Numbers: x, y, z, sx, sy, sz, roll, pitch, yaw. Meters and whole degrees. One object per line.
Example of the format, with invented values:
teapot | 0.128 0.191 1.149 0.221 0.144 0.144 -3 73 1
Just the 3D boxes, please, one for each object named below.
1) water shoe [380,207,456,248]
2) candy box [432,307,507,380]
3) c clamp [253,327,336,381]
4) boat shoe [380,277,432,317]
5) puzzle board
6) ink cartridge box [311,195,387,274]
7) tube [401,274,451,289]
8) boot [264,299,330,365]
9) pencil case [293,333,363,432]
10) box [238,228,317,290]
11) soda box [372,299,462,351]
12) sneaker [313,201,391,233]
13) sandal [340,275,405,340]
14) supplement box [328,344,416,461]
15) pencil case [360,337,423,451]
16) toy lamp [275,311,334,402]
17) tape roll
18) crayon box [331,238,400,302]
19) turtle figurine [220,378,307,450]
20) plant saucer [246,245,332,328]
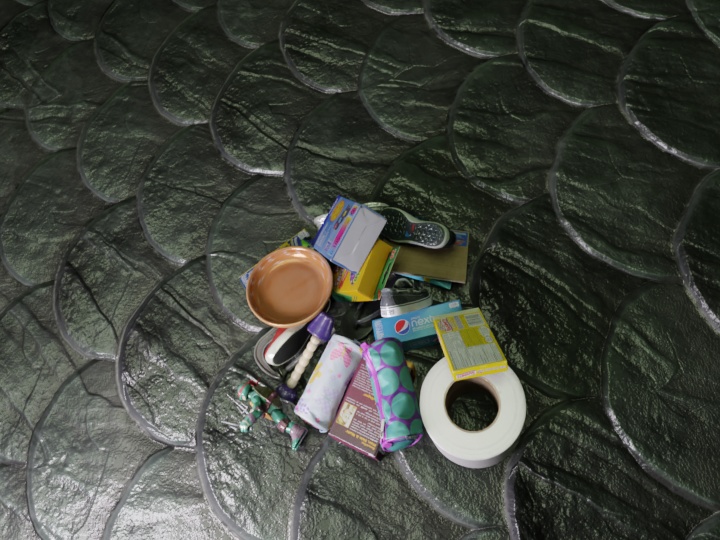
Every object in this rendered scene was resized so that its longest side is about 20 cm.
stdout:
water shoe | 0.124 -0.087 1.315 0.198 0.078 0.073 25 98 39
candy box | 0.205 0.136 1.116 0.100 0.027 0.201 -13 25 2
c clamp | -0.143 0.176 1.324 0.198 0.027 0.172 -34 64 -3
boat shoe | 0.097 0.050 1.228 0.070 0.199 0.070 -6 92 32
puzzle board | 0.146 -0.042 1.322 0.195 0.018 0.153 8 50 6
ink cartridge box | -0.035 -0.085 1.292 0.075 0.200 0.138 29 92 -22
tube | 0.119 -0.011 1.334 0.196 0.051 0.079 14 63 15
boot | -0.179 0.109 1.321 0.142 0.073 0.201 26 63 26
pencil case | -0.062 0.238 1.242 0.203 0.090 0.083 -61 24 -12
box | -0.187 -0.007 1.389 0.198 0.070 0.065 -36 64 -4
soda box | 0.128 0.126 1.258 0.195 0.068 0.066 -13 63 7
sneaker | -0.013 -0.109 1.402 0.196 0.074 0.082 -15 76 12
sandal | 0.029 0.081 1.315 0.199 0.043 0.076 -42 64 -7
supplement box | 0.029 0.274 1.207 0.108 0.086 0.203 19 72 19
pencil case | 0.059 0.236 1.120 0.091 0.085 0.204 4 60 -34
toy lamp | -0.117 0.184 1.261 0.058 0.058 0.203 31 95 24
tape roll | 0.219 0.272 1.134 0.198 0.140 0.207 -5 66 12
crayon box | 0.000 0.000 1.281 0.050 0.199 0.129 29 73 -24
turtle figurine | -0.204 0.299 1.218 0.198 0.150 0.102 31 92 8
plant saucer | -0.155 0.039 1.293 0.195 0.038 0.204 -4 58 6
